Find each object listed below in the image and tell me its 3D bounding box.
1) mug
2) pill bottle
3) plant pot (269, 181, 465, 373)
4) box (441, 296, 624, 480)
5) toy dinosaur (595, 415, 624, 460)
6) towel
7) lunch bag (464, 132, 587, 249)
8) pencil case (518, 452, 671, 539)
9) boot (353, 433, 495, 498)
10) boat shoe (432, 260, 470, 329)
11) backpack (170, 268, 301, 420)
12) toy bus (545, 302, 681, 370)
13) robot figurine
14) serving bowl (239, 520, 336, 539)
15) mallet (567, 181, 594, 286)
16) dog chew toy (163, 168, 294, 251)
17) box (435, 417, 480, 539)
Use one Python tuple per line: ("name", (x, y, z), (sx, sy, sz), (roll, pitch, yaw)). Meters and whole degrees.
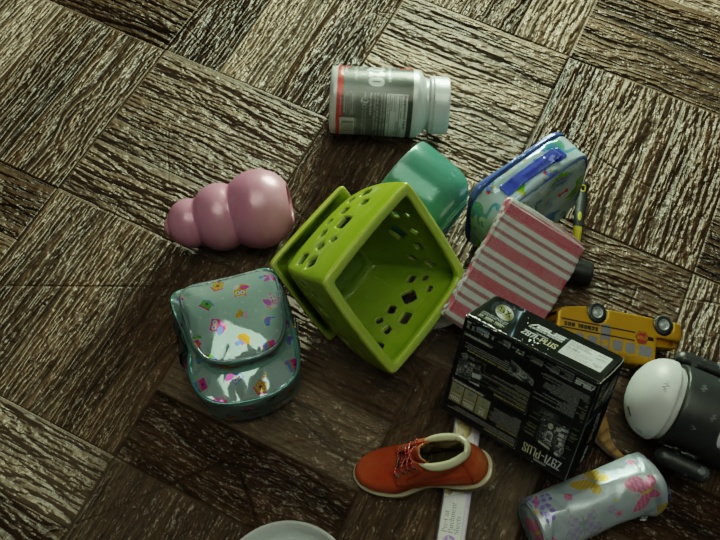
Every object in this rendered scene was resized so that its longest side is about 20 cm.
("mug", (0.106, -0.117, 1.307), (0.114, 0.152, 0.185), (40, 67, 9))
("pill bottle", (0.048, -0.285, 1.411), (0.199, 0.114, 0.114), (3, 63, -1))
("plant pot", (0.000, 0.000, 1.206), (0.181, 0.200, 0.199), (14, 56, 49))
("box", (0.228, 0.155, 1.127), (0.200, 0.164, 0.086), (27, 32, 29))
("toy dinosaur", (0.330, 0.221, 1.186), (0.106, 0.060, 0.200), (-25, 94, 20))
("towel", (0.222, 0.013, 1.212), (0.146, 0.030, 0.200), (30, 90, -15))
("lunch bag", (0.258, -0.115, 1.302), (0.200, 0.161, 0.082), (-36, 64, -12))
("pencil case", (0.316, 0.320, 1.134), (0.199, 0.091, 0.083), (-17, 25, -11))
("boot", (0.071, 0.256, 1.122), (0.199, 0.107, 0.075), (-11, 58, 22))
("boat shoe", (0.178, 0.016, 1.268), (0.200, 0.072, 0.071), (-32, 98, -6))
("backpack", (-0.172, 0.106, 1.189), (0.175, 0.153, 0.200), (-13, 72, -14))
("toy bus", (0.372, 0.098, 1.240), (0.199, 0.065, 0.079), (11, 74, -10))
("robot figurine", (0.472, 0.204, 1.173), (0.200, 0.125, 0.150), (23, 23, 3))
("serving bowl", (-0.091, 0.428, 1.062), (0.199, 0.066, 0.201), (-8, 57, 12))
("mallet", (0.343, -0.065, 1.358), (0.066, 0.041, 0.200), (6, 58, 3))
("dog chew toy", (-0.207, -0.086, 1.304), (0.199, 0.125, 0.125), (-12, 64, 2))
("box", (0.137, 0.295, 1.163), (0.041, 0.039, 0.200), (11, 63, 6))
